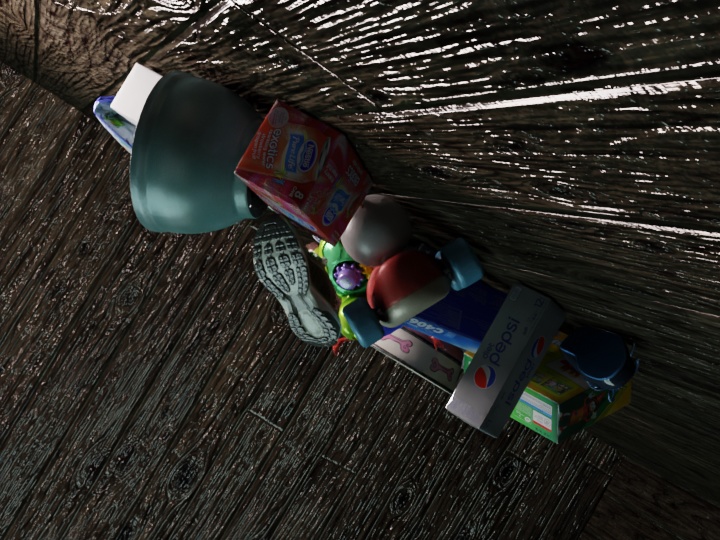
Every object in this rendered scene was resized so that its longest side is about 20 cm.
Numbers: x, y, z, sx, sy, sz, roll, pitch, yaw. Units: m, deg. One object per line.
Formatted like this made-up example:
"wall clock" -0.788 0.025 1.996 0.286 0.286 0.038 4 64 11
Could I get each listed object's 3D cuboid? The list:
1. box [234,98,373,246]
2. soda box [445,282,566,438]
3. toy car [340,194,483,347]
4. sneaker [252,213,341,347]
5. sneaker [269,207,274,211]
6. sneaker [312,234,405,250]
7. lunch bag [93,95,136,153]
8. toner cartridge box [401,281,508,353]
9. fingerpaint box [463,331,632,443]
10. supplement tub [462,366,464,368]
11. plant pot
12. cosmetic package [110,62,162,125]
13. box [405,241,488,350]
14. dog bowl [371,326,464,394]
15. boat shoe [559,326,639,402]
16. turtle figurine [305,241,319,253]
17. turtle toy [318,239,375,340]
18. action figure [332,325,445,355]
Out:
"box" -0.062 -0.109 1.192 0.095 0.100 0.200 30 175 14
"soda box" 0.199 0.123 1.373 0.063 0.201 0.068 27 176 37
"toy car" 0.032 -0.029 1.338 0.201 0.184 0.177 60 178 3
"sneaker" -0.075 0.001 1.290 0.076 0.089 0.201 -6 127 23
"sneaker" -0.136 -0.141 1.617 0.198 0.078 0.140 6 -164 17
"sneaker" -0.019 -0.072 1.599 0.199 0.081 0.115 29 166 50
"lunch bag" -0.320 -0.216 1.626 0.199 0.128 0.170 21 176 2
"toner cartridge box" 0.146 0.060 1.483 0.199 0.096 0.043 22 151 -15
"fingerpaint box" 0.284 0.165 1.534 0.166 0.074 0.199 -21 -150 -33
"supplement tub" 0.154 0.091 1.893 0.199 0.123 0.123 31 176 15
"plant pot" -0.177 -0.133 1.235 0.133 0.202 0.200 12 172 12
"cosmetic package" -0.248 -0.212 1.455 0.199 0.082 0.113 28 177 26
"box" 0.122 0.042 1.652 0.199 0.105 0.182 32 175 -17
"dog bowl" 0.086 0.125 1.673 0.199 0.074 0.200 31 176 3
"boat shoe" 0.330 0.122 1.341 0.069 0.084 0.200 50 -173 -9
"turtle figurine" -0.042 0.002 1.593 0.199 0.065 0.161 33 -178 -30
"turtle toy" 0.000 0.000 1.454 0.145 0.202 0.101 4 -173 -38
"action figure" 0.051 0.087 1.505 0.099 0.199 0.066 -105 -3 -63
